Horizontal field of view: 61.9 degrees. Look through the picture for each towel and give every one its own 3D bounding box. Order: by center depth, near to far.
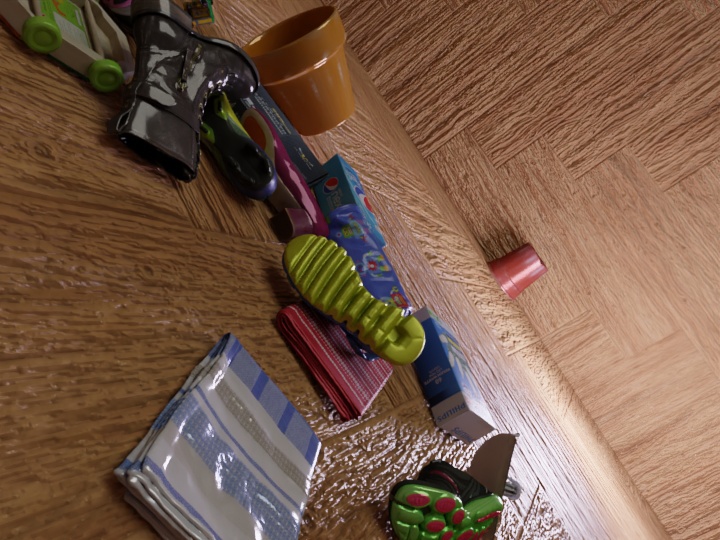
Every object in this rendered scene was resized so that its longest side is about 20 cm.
[{"bbox_3d":[-0.088,0.142,0.453,0.147,0.024,0.200,53,16,-12],"label":"towel"},{"bbox_3d":[-0.025,0.093,0.726,0.145,0.022,0.200,54,15,4],"label":"towel"}]

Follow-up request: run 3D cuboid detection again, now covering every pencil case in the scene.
[{"bbox_3d":[0.000,0.000,0.878,0.086,0.078,0.201,-15,66,-31],"label":"pencil case"}]

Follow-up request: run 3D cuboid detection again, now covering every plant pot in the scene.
[{"bbox_3d":[-0.101,-0.369,1.145,0.201,0.199,0.184,-100,166,-55],"label":"plant pot"},{"bbox_3d":[0.679,-0.006,2.565,0.201,0.195,0.201,48,18,-22],"label":"plant pot"}]

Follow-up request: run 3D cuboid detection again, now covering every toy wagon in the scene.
[{"bbox_3d":[-0.311,-0.264,0.586,0.200,0.039,0.156,28,31,-56],"label":"toy wagon"}]

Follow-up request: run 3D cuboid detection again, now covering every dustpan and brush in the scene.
[{"bbox_3d":[0.176,0.281,0.813,0.057,0.141,0.200,17,-9,-10],"label":"dustpan and brush"}]

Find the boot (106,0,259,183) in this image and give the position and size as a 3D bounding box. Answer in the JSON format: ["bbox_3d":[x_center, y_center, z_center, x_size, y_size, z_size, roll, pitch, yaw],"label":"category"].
[{"bbox_3d":[-0.188,-0.179,0.659,0.200,0.069,0.176,20,64,-56],"label":"boot"}]

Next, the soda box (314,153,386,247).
[{"bbox_3d":[-0.024,-0.106,1.026,0.064,0.068,0.201,37,24,-44],"label":"soda box"}]

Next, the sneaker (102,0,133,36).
[{"bbox_3d":[-0.294,-0.347,0.768,0.087,0.080,0.201,71,-2,-47],"label":"sneaker"}]

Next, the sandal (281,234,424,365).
[{"bbox_3d":[-0.018,0.043,0.711,0.200,0.079,0.087,46,-23,4],"label":"sandal"}]

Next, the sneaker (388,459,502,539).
[{"bbox_3d":[0.081,0.254,0.656,0.084,0.077,0.200,36,3,39],"label":"sneaker"}]

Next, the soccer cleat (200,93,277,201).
[{"bbox_3d":[-0.177,-0.172,0.775,0.201,0.064,0.084,54,-13,10],"label":"soccer cleat"}]

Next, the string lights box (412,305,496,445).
[{"bbox_3d":[0.137,0.167,0.965,0.103,0.059,0.201,40,22,-44],"label":"string lights box"}]

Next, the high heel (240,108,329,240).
[{"bbox_3d":[-0.107,-0.129,0.841,0.096,0.067,0.202,-4,75,-60],"label":"high heel"}]

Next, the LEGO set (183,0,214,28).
[{"bbox_3d":[-0.298,-0.454,0.885,0.200,0.115,0.155,91,-12,-81],"label":"LEGO set"}]

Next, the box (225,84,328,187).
[{"bbox_3d":[-0.140,-0.205,0.925,0.201,0.051,0.158,53,15,-6],"label":"box"}]
